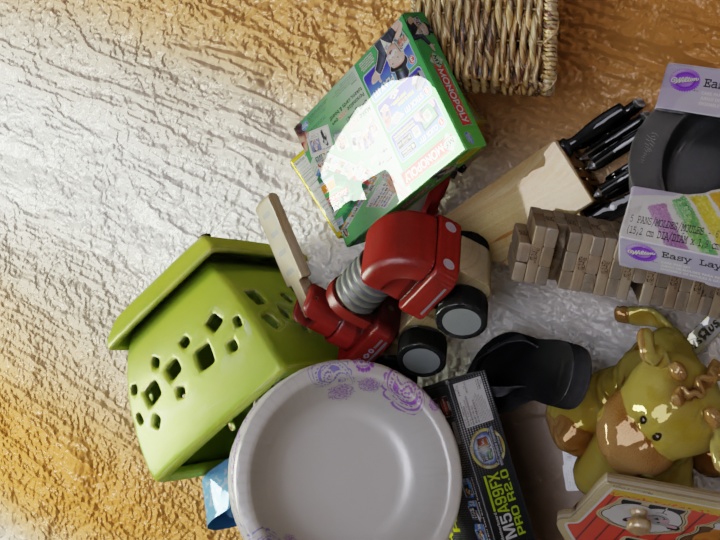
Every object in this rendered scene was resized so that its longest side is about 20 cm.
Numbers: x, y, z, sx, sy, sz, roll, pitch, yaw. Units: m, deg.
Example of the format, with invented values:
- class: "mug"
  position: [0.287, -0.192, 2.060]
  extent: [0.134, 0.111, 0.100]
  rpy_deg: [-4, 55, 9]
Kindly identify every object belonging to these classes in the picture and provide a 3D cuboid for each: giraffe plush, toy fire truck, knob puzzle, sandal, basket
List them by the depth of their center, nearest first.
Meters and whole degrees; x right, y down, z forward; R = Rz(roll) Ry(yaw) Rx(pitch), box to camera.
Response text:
- class: "giraffe plush"
  position: [0.251, 0.121, 0.876]
  extent: [0.172, 0.162, 0.201]
  rpy_deg: [27, 96, 10]
- class: "knob puzzle"
  position: [0.262, 0.237, 0.894]
  extent: [0.218, 0.220, 0.031]
  rpy_deg: [-11, 52, 29]
- class: "basket"
  position: [0.138, -0.261, 0.951]
  extent: [0.148, 0.142, 0.202]
  rpy_deg: [8, 107, 33]
- class: "sandal"
  position: [0.141, 0.088, 0.964]
  extent: [0.200, 0.043, 0.077]
  rpy_deg: [156, 127, -68]
- class: "toy fire truck"
  position: [0.000, 0.000, 0.969]
  extent: [0.199, 0.129, 0.176]
  rpy_deg: [27, 133, -17]

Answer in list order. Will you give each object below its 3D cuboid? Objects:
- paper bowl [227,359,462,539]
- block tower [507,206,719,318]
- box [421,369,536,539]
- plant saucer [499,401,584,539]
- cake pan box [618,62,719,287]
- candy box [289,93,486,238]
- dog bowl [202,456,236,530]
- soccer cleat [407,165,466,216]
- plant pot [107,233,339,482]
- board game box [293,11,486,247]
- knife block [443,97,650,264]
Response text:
- class: "paper bowl"
  position: [-0.018, 0.183, 0.935]
  extent: [0.199, 0.104, 0.202]
  rpy_deg: [2, 80, -11]
- class: "block tower"
  position: [0.231, -0.007, 0.910]
  extent: [0.198, 0.058, 0.054]
  rpy_deg: [9, 113, 0]
- class: "box"
  position: [0.092, 0.206, 1.005]
  extent: [0.160, 0.044, 0.201]
  rpy_deg: [-29, 75, 63]
- class: "plant saucer"
  position: [0.181, 0.204, 1.012]
  extent: [0.199, 0.029, 0.202]
  rpy_deg: [0, 91, 29]
- class: "cake pan box"
  position: [0.318, -0.073, 0.854]
  extent: [0.199, 0.052, 0.185]
  rpy_deg: [14, 63, 21]
- class: "candy box"
  position: [0.025, -0.131, 1.088]
  extent: [0.200, 0.026, 0.103]
  rpy_deg: [-38, 74, 24]
- class: "dog bowl"
  position: [-0.081, 0.198, 1.071]
  extent: [0.200, 0.111, 0.050]
  rpy_deg: [-36, 66, 24]
- class: "soccer cleat"
  position: [0.043, -0.078, 1.041]
  extent: [0.085, 0.069, 0.201]
  rpy_deg: [37, 124, 16]
- class: "plant pot"
  position: [-0.128, 0.080, 1.088]
  extent: [0.200, 0.199, 0.182]
  rpy_deg: [-40, 68, 23]
- class: "board game box"
  position: [0.020, -0.124, 0.977]
  extent: [0.200, 0.029, 0.135]
  rpy_deg: [-36, 75, 49]
- class: "knife block"
  position: [0.177, -0.086, 0.985]
  extent: [0.199, 0.064, 0.177]
  rpy_deg: [16, 99, 28]
